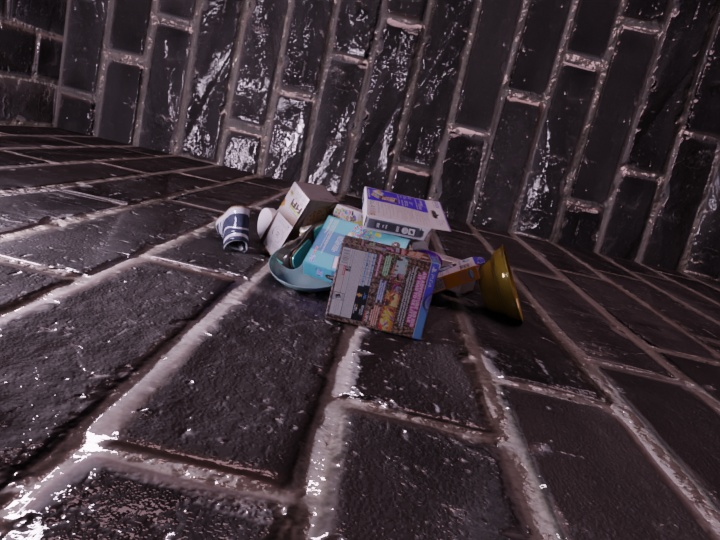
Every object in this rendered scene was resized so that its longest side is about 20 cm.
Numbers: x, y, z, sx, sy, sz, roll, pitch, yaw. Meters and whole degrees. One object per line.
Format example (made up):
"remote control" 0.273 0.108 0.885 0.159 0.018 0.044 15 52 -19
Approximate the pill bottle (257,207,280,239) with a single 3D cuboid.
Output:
"pill bottle" -0.191 -0.125 1.788 0.200 0.116 0.116 5 15 -35

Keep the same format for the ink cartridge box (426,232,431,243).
"ink cartridge box" 0.136 -0.070 1.870 0.199 0.117 0.067 6 15 -26

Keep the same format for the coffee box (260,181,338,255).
"coffee box" -0.163 -0.128 1.611 0.114 0.200 0.080 -1 43 -51

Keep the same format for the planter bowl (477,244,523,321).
"planter bowl" 0.346 0.041 1.549 0.083 0.201 0.200 -15 6 15

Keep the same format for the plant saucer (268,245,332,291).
"plant saucer" -0.113 -0.007 1.423 0.199 0.027 0.200 3 34 -2

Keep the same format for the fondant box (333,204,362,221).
"fondant box" -0.006 -0.105 1.822 0.200 0.145 0.058 24 17 40

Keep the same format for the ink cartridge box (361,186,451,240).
"ink cartridge box" 0.103 -0.133 1.458 0.199 0.044 0.198 10 26 -5

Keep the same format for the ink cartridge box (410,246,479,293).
"ink cartridge box" 0.217 -0.004 1.726 0.200 0.083 0.146 18 8 23

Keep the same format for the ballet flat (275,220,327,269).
"ballet flat" -0.128 -0.071 1.437 0.068 0.068 0.200 14 33 30

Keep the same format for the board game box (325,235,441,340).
"board game box" 0.045 0.032 1.240 0.199 0.160 0.097 14 12 0

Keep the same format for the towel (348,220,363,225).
"towel" -0.058 -0.052 1.520 0.143 0.023 0.200 -1 48 10

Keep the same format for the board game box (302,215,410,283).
"board game box" -0.007 -0.030 1.371 0.199 0.047 0.151 18 54 11

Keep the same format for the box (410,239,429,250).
"box" 0.166 -0.039 1.615 0.041 0.200 0.039 -23 8 9

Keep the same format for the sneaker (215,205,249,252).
"sneaker" -0.344 -0.092 1.632 0.070 0.109 0.200 4 -15 -24

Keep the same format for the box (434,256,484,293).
"box" 0.218 0.016 1.539 0.199 0.042 0.119 -17 9 9

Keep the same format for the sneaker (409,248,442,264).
"sneaker" 0.131 -0.013 1.474 0.200 0.070 0.099 8 16 -34
